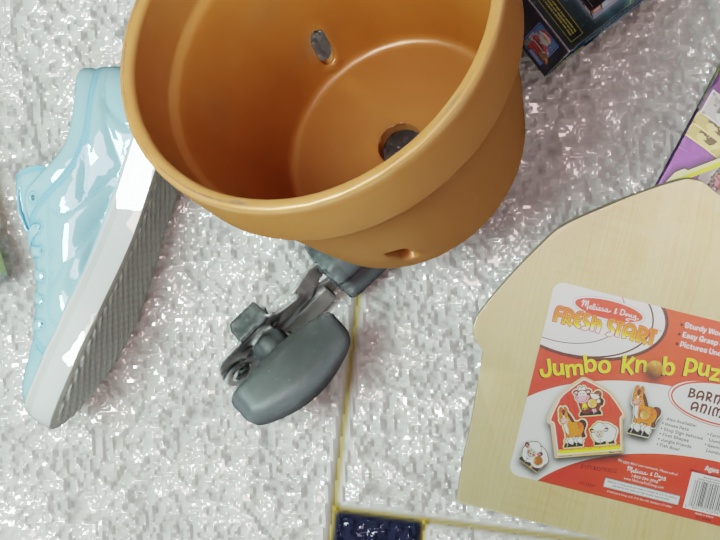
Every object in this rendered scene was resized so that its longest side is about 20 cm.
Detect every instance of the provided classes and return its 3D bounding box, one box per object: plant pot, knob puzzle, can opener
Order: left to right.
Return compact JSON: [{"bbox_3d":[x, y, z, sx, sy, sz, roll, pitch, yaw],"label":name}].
[{"bbox_3d":[-0.002,-0.091,0.858,0.198,0.140,0.202,-10,63,19],"label":"plant pot"},{"bbox_3d":[0.000,0.000,0.934,0.066,0.053,0.200,43,89,18],"label":"can opener"},{"bbox_3d":[0.157,0.048,0.929,0.217,0.030,0.222,1,97,4],"label":"knob puzzle"}]

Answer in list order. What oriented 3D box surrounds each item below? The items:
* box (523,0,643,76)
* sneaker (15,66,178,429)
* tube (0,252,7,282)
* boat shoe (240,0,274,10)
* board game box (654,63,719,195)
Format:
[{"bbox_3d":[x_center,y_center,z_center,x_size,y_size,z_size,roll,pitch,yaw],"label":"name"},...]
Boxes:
[{"bbox_3d":[0.090,-0.224,0.914,0.136,0.038,0.201,-37,88,-21],"label":"box"},{"bbox_3d":[-0.157,-0.017,0.941,0.081,0.074,0.202,19,82,12],"label":"sneaker"},{"bbox_3d":[-0.252,-0.082,0.957,0.058,0.052,0.202,-17,83,-38],"label":"tube"},{"bbox_3d":[-0.026,-0.202,0.931,0.072,0.065,0.201,38,88,7],"label":"boat shoe"},{"bbox_3d":[0.263,-0.028,0.932,0.199,0.032,0.121,30,87,4],"label":"board game box"}]
